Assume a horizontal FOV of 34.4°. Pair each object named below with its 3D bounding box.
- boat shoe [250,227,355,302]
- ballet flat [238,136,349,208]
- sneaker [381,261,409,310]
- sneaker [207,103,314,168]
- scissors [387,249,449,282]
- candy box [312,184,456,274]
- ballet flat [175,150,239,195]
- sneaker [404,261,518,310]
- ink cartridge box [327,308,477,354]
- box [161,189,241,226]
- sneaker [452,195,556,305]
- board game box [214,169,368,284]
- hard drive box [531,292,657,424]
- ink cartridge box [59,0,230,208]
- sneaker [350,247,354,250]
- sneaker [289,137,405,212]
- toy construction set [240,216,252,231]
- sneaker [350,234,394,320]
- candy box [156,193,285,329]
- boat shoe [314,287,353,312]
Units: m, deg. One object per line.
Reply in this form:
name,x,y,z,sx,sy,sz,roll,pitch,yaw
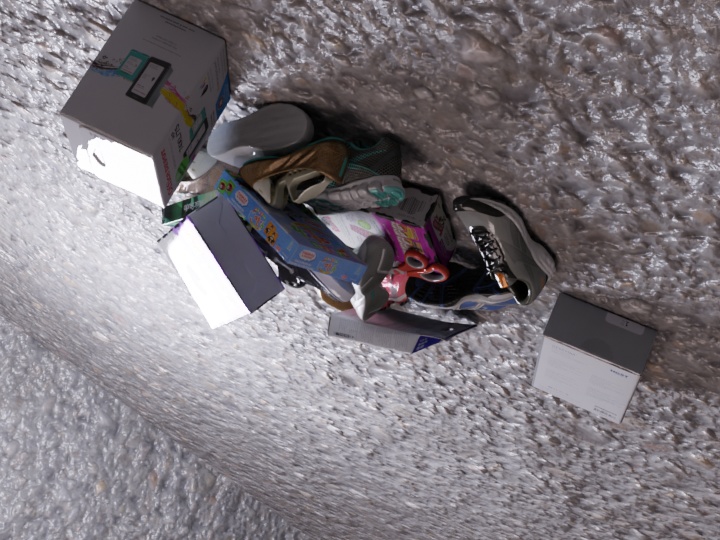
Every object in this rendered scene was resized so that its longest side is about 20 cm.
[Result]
boat shoe,-0.091,-0.007,1.702,0.199,0.068,0.071,40,-168,22
ballet flat,-0.094,-0.125,1.584,0.198,0.074,0.067,-10,162,37
sneaker,0.038,0.009,1.852,0.086,0.074,0.200,35,156,-12
sneaker,-0.114,-0.177,1.668,0.198,0.075,0.115,-3,158,43
scissors,0.066,0.004,1.741,0.073,0.014,0.199,31,160,-15
candy box,0.032,-0.076,1.699,0.197,0.062,0.137,17,157,24
ballet flat,-0.266,-0.158,1.868,0.198,0.068,0.068,-4,132,49
sneaker,0.160,0.032,1.726,0.197,0.077,0.077,0,154,25
ink cartridge box,0.071,0.098,1.878,0.197,0.041,0.199,11,-173,20
box,-0.219,-0.094,1.893,0.142,0.037,0.199,4,171,-34
sneaker,0.193,-0.030,1.590,0.200,0.080,0.073,44,154,-28
board game box,-0.098,-0.061,1.645,0.150,0.037,0.200,18,-159,-50
hard drive box,0.348,0.136,1.755,0.154,0.078,0.201,23,157,13
ink cartridge box,-0.287,-0.224,1.580,0.144,0.202,0.147,24,157,8
sneaker,-0.074,-0.031,1.899,0.198,0.071,0.075,-3,141,50
sneaker,-0.015,-0.133,1.600,0.198,0.093,0.077,-3,163,39
toy construction set,-0.134,-0.045,1.829,0.198,0.094,0.131,-22,163,26
sneaker,0.000,0.000,1.734,0.080,0.070,0.201,48,157,20
candy box,-0.215,-0.010,1.759,0.169,0.071,0.199,58,155,-5
boat shoe,-0.019,0.045,2.012,0.069,0.071,0.200,43,180,43
